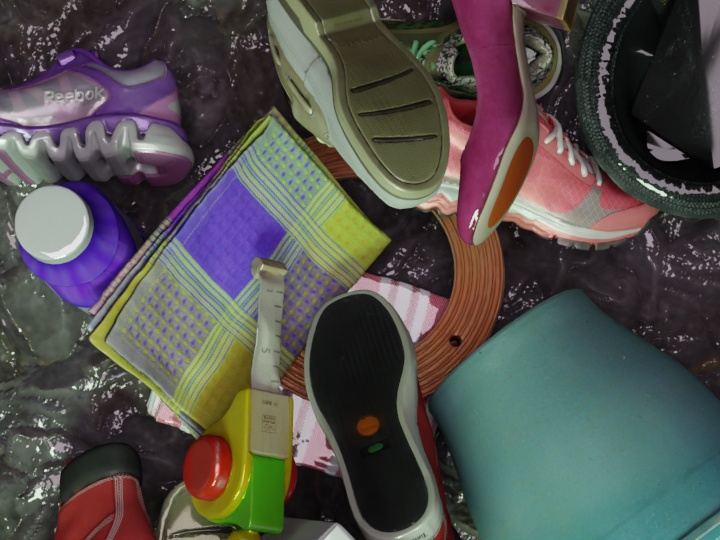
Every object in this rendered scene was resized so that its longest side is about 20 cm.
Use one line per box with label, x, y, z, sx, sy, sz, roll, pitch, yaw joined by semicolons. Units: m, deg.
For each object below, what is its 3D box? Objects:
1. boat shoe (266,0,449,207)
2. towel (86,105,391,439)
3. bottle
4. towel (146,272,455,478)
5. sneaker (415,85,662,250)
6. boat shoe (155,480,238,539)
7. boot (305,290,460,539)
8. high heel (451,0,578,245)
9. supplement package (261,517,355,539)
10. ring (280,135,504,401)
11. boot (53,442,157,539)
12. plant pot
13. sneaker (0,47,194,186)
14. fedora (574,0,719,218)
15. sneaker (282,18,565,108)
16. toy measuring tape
boat shoe;-0.003;-0.116;1.351;0.075;0.068;0.200;-10;59;-26
towel;-0.077;0.010;1.361;0.200;0.023;0.144;-51;122;-16
bottle;-0.182;-0.016;1.356;0.065;0.200;0.084;-33;82;-1
towel;-0.036;0.063;1.450;0.200;0.030;0.147;17;88;-1
sneaker;0.119;-0.073;1.401;0.200;0.074;0.087;10;118;-14
boat shoe;-0.098;0.240;1.427;0.075;0.068;0.201;-11;88;-3
boot;0.021;0.124;1.361;0.072;0.144;0.200;-17;54;5
high heel;0.073;-0.118;1.350;0.096;0.067;0.200;15;76;18
supplement package;-0.033;0.239;1.300;0.120;0.200;0.121;-44;94;-13
ring;0.000;0.000;1.431;0.200;0.019;0.201;1;75;-5
boot;-0.202;0.216;1.432;0.072;0.144;0.200;18;126;-34
plant pot;0.149;0.124;1.378;0.200;0.200;0.188;-38;76;0
sneaker;-0.210;-0.110;1.425;0.200;0.081;0.089;2;73;7
fedora;0.235;-0.133;1.417;0.200;0.092;0.201;0;89;-1
sneaker;0.044;-0.144;1.417;0.199;0.089;0.077;-9;91;0
toy measuring tape;-0.078;0.094;1.338;0.073;0.074;0.201;1;72;-1
